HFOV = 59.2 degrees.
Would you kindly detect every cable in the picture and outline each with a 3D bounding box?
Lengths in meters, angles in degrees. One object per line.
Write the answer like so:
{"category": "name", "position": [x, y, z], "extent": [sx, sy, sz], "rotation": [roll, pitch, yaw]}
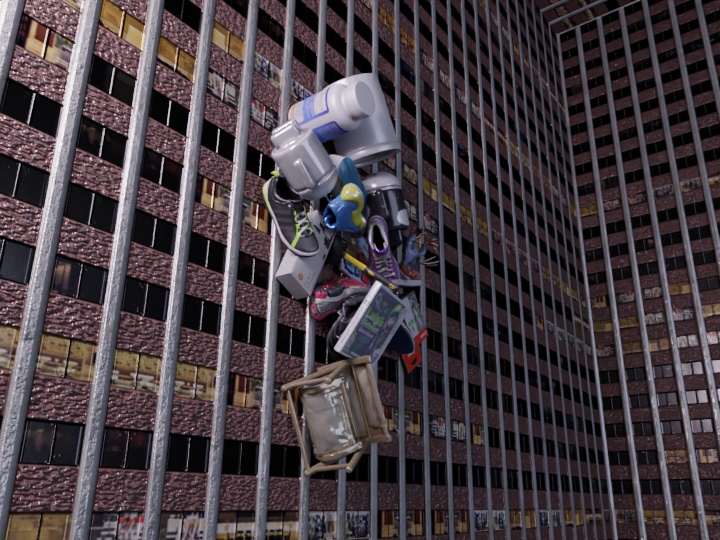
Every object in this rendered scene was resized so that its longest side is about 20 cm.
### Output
{"category": "cable", "position": [-0.001, 0.136, 1.511], "extent": [0.199, 0.050, 0.165], "rotation": [-13, 121, -55]}

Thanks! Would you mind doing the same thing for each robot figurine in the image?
{"category": "robot figurine", "position": [0.058, -0.160, 1.688], "extent": [0.124, 0.150, 0.202], "rotation": [-11, 88, -39]}
{"category": "robot figurine", "position": [-0.127, -0.246, 1.461], "extent": [0.201, 0.112, 0.170], "rotation": [57, 15, -25]}

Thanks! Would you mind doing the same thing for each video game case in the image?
{"category": "video game case", "position": [0.033, 0.135, 1.501], "extent": [0.183, 0.023, 0.200], "rotation": [-58, 149, -4]}

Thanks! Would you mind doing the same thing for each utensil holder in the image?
{"category": "utensil holder", "position": [-0.003, -0.381, 1.638], "extent": [0.169, 0.169, 0.202], "rotation": [-20, 92, -55]}

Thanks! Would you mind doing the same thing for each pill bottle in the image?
{"category": "pill bottle", "position": [-0.066, -0.377, 1.514], "extent": [0.112, 0.199, 0.113], "rotation": [23, 61, -49]}

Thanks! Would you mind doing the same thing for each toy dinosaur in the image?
{"category": "toy dinosaur", "position": [0.142, -0.036, 1.720], "extent": [0.105, 0.199, 0.182], "rotation": [52, 53, -12]}

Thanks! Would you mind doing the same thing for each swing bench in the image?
{"category": "swing bench", "position": [-0.046, 0.311, 1.380], "extent": [0.199, 0.129, 0.201], "rotation": [-14, 90, -61]}

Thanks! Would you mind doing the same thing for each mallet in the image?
{"category": "mallet", "position": [0.000, 0.000, 1.510], "extent": [0.200, 0.066, 0.041], "rotation": [40, 14, 12]}

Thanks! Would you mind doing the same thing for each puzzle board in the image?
{"category": "puzzle board", "position": [0.012, -0.023, 1.645], "extent": [0.200, 0.017, 0.152], "rotation": [39, 44, -43]}

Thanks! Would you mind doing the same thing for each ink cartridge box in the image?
{"category": "ink cartridge box", "position": [0.139, 0.168, 1.744], "extent": [0.109, 0.050, 0.202], "rotation": [-29, 102, -60]}

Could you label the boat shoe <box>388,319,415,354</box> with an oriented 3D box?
{"category": "boat shoe", "position": [0.089, 0.131, 1.647], "extent": [0.201, 0.072, 0.073], "rotation": [60, 25, -29]}

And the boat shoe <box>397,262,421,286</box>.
{"category": "boat shoe", "position": [0.116, 0.012, 1.728], "extent": [0.200, 0.073, 0.066], "rotation": [9, 76, -70]}

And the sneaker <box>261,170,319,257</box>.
{"category": "sneaker", "position": [-0.149, -0.121, 1.376], "extent": [0.072, 0.083, 0.201], "rotation": [-33, 89, -39]}

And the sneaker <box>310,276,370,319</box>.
{"category": "sneaker", "position": [-0.053, 0.061, 1.504], "extent": [0.199, 0.080, 0.075], "rotation": [-10, 115, -51]}

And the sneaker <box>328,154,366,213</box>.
{"category": "sneaker", "position": [-0.042, -0.208, 1.599], "extent": [0.077, 0.080, 0.201], "rotation": [-47, 140, -29]}

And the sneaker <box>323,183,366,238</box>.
{"category": "sneaker", "position": [-0.045, -0.124, 1.516], "extent": [0.105, 0.076, 0.201], "rotation": [-36, 153, -16]}

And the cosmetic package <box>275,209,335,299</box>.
{"category": "cosmetic package", "position": [-0.122, -0.038, 1.452], "extent": [0.083, 0.050, 0.201], "rotation": [49, 43, -32]}

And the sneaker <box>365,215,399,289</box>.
{"category": "sneaker", "position": [0.051, -0.029, 1.569], "extent": [0.114, 0.072, 0.202], "rotation": [-90, 164, -76]}
